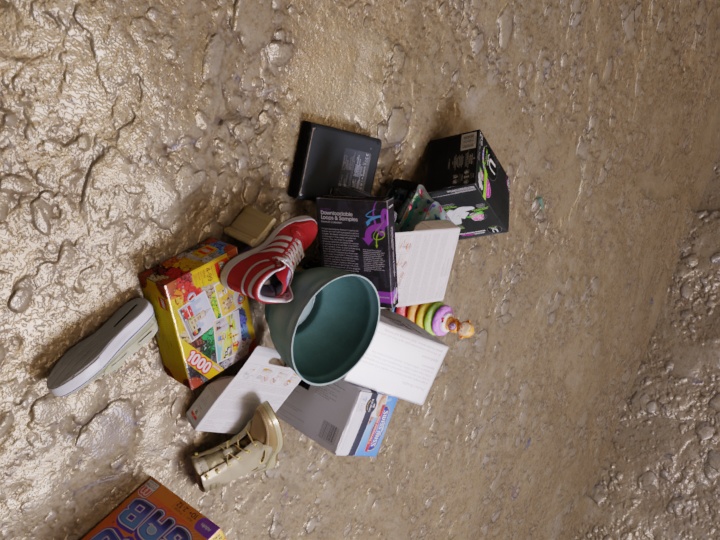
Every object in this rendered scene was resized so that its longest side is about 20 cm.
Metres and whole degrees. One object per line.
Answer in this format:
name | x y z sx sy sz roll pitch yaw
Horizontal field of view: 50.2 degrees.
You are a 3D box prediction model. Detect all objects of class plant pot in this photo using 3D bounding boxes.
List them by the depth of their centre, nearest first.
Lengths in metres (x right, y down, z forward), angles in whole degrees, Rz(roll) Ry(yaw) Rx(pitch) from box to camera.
plant pot | -0.081 0.078 1.328 0.199 0.134 0.202 -23 126 -37

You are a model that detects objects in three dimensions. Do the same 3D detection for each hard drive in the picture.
hard drive | -0.045 -0.198 1.465 0.199 0.033 0.141 2 103 -50

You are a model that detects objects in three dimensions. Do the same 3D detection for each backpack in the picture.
backpack | 0.097 -0.064 1.603 0.201 0.150 0.178 -56 140 -10

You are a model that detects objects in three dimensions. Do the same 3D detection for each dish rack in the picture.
dish rack | -0.018 -0.052 1.442 0.055 0.152 0.201 -46 156 -60

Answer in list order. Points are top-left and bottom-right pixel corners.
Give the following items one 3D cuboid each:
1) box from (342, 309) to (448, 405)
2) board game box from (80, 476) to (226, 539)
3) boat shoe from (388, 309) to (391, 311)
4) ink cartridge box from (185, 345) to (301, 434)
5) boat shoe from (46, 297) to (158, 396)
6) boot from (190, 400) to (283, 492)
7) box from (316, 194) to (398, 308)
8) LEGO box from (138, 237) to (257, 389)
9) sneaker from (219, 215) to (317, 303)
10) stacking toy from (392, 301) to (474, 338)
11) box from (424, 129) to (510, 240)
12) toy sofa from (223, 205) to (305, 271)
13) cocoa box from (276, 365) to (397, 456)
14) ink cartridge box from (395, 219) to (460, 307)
box | 0.028 0.147 1.511 0.198 0.200 0.132 23 95 -31
board game box | -0.334 0.517 1.283 0.200 0.199 0.201 -40 132 -33
boat shoe | 0.044 0.115 1.665 0.062 0.071 0.201 -38 129 -24
ink cartridge box | -0.197 0.209 1.387 0.162 0.050 0.201 20 110 -50
boat shoe | -0.384 0.126 1.173 0.200 0.072 0.062 -46 132 -31
boot | -0.224 0.320 1.380 0.154 0.073 0.201 -15 147 -25
box | -0.005 -0.036 1.391 0.036 0.142 0.202 -39 130 -58
LEGO box | -0.265 0.070 1.282 0.149 0.077 0.202 -32 127 -37
sneaker | -0.121 -0.016 1.259 0.200 0.112 0.072 -38 132 -29
stacking toy | 0.166 0.106 1.699 0.110 0.199 0.117 37 78 -49
box | 0.240 -0.184 1.696 0.200 0.123 0.150 45 46 -48
toy sofa | -0.160 -0.012 1.368 0.098 0.083 0.200 -51 137 -14
cocoa box | -0.053 0.262 1.508 0.131 0.199 0.134 21 91 -50
ink cartridge box | 0.097 -0.012 1.489 0.199 0.050 0.162 -5 117 -38
